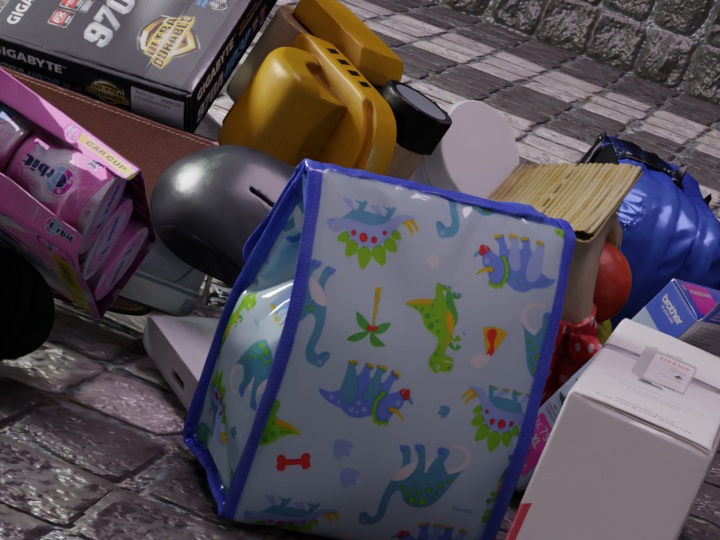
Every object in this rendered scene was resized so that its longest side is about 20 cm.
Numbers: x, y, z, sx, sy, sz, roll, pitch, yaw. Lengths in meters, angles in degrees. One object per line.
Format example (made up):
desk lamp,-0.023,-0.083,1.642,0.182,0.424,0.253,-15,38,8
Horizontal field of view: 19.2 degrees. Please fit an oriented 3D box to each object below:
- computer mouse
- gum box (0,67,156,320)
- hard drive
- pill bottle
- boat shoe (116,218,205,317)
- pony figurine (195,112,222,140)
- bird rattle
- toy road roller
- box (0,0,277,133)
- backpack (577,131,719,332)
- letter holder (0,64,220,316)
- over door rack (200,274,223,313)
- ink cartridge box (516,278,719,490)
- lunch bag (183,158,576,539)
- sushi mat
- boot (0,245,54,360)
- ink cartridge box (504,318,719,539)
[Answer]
computer mouse,-0.042,-0.025,1.335,0.200,0.053,0.139,28,59,15
gum box,-0.188,-0.046,1.255,0.113,0.066,0.200,34,-12,5
hard drive,-0.022,0.067,1.340,0.199,0.027,0.132,1,24,-27
pill bottle,0.024,-0.069,1.644,0.108,0.109,0.200,5,-13,-41
boat shoe,-0.191,-0.036,1.393,0.200,0.072,0.070,23,-6,2
pony figurine,-0.172,-0.148,1.644,0.166,0.193,0.200,7,49,-19
bird rattle,0.151,0.031,1.525,0.112,0.164,0.200,5,-3,23
toy road roller,-0.045,-0.119,1.538,0.146,0.123,0.200,17,24,-46
box,-0.154,-0.194,1.533,0.158,0.046,0.200,19,50,11
backpack,0.232,-0.008,1.736,0.167,0.163,0.200,21,14,-3
letter holder,-0.210,-0.042,1.483,0.199,0.143,0.101,19,-17,7
over door rack,0.000,0.000,1.448,0.199,0.067,0.148,1,-2,6
ink cartridge box,0.192,0.069,1.327,0.119,0.200,0.042,12,43,-44
lunch bag,0.013,0.044,1.195,0.169,0.201,0.127,11,21,-24
sushi mat,0.135,-0.048,1.491,0.095,0.012,0.200,0,15,17
boot,-0.290,-0.013,1.311,0.198,0.074,0.162,13,12,-18
ink cartridge box,0.141,0.123,1.179,0.083,0.147,0.200,24,15,10
